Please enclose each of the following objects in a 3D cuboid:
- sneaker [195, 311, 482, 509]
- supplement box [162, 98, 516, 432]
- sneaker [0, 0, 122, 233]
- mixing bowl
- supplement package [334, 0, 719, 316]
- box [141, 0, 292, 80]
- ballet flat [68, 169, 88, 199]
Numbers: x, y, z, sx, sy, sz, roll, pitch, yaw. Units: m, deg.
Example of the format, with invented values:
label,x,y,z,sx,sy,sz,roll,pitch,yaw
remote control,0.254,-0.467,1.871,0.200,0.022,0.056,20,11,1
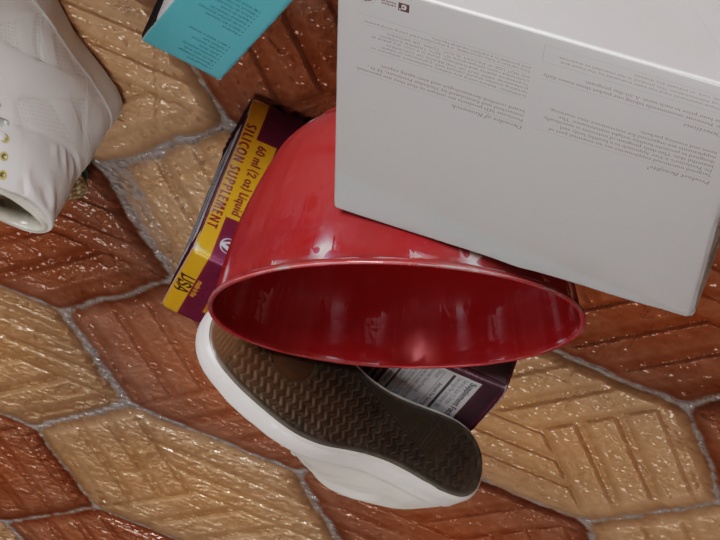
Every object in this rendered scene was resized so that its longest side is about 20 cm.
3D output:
label,x,y,z,sx,sy,sz,roll,pitch,yaw
sneaker,-0.028,0.088,1.518,0.200,0.073,0.084,35,146,-27
supplement box,0.000,0.000,1.541,0.199,0.111,0.086,24,152,-6
sneaker,-0.215,-0.105,1.498,0.073,0.116,0.200,1,145,37
mixing bowl,0.021,-0.024,1.402,0.199,0.109,0.200,2,162,1
supplement package,0.098,-0.111,1.238,0.190,0.148,0.200,17,152,8
box,-0.041,-0.173,1.292,0.049,0.083,0.200,27,152,-13
ballet flat,-0.250,-0.084,1.611,0.070,0.066,0.200,-13,138,46
